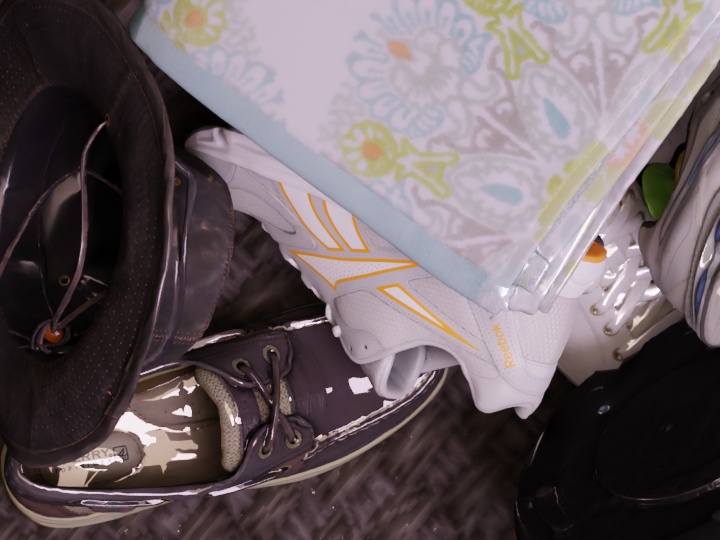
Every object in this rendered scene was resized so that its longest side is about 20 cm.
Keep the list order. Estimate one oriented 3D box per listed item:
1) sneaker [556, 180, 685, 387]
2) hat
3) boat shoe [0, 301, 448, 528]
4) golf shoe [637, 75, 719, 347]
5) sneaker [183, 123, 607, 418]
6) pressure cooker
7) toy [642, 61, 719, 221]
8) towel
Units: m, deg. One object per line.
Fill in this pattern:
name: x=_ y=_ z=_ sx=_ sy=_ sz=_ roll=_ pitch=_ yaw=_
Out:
sneaker: x=0.093 y=-0.010 z=1.255 sx=0.073 sy=0.085 sz=0.200 roll=-38 pitch=93 yaw=-5
hat: x=-0.101 y=-0.020 z=1.216 sx=0.081 sy=0.200 sz=0.202 roll=2 pitch=89 yaw=-35
boat shoe: x=-0.055 y=0.063 z=1.252 sx=0.199 sy=0.065 sz=0.074 roll=-21 pitch=91 yaw=-4
golf shoe: x=0.165 y=-0.071 z=1.153 sx=0.078 sy=0.097 sz=0.201 roll=21 pitch=101 yaw=-36
sneaker: x=0.000 y=0.000 z=1.223 sx=0.199 sy=0.076 sz=0.092 roll=21 pitch=100 yaw=32
pressure cooker: x=0.176 y=0.133 z=1.200 sx=0.178 sy=0.176 sz=0.200 roll=-36 pitch=118 yaw=-10
toy: x=0.203 y=-0.066 z=1.200 sx=0.199 sy=0.047 sz=0.116 roll=-27 pitch=84 yaw=33
towel: x=0.031 y=-0.099 z=1.119 sx=0.200 sy=0.048 sz=0.172 roll=36 pitch=113 yaw=3
